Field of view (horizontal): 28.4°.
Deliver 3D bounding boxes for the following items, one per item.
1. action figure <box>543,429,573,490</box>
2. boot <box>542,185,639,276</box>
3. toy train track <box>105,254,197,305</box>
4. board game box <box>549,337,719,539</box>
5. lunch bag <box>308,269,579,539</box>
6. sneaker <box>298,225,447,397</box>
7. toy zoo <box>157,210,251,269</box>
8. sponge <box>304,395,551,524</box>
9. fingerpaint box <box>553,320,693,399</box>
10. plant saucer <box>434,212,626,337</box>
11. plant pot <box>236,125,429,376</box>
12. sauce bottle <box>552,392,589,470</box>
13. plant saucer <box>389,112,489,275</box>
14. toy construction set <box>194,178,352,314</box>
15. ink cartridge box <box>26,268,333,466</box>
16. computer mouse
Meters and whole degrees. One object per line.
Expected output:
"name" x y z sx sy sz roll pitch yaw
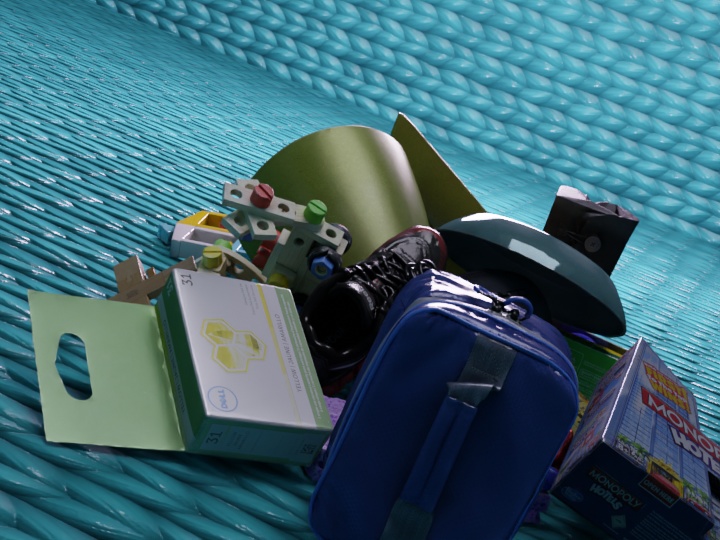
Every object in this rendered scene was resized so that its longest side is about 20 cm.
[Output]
"action figure" 0.104 0.112 1.063 0.198 0.100 0.065 6 18 -37
"boot" 0.249 0.028 1.516 0.163 0.202 0.066 17 12 -9
"toy train track" -0.170 0.051 1.132 0.033 0.114 0.201 63 0 -32
"board game box" 0.237 0.147 1.076 0.199 0.062 0.200 36 27 -11
"lunch bag" 0.058 0.102 0.918 0.134 0.202 0.132 24 15 -1
"sneaker" 0.010 0.025 1.191 0.071 0.200 0.098 42 -27 10
"toy zoo" -0.124 -0.029 1.541 0.197 0.021 0.131 11 17 6
"sponge" 0.040 0.144 1.104 0.198 0.030 0.112 14 14 -22
"fingerpaint box" 0.210 0.097 1.392 0.198 0.074 0.167 24 5 1
"plant saucer" 0.160 -0.002 1.301 0.198 0.036 0.200 28 -10 5
"plant pot" 0.000 0.000 1.339 0.185 0.188 0.201 10 38 -37
"sauce bottle" 0.180 0.140 1.207 0.064 0.065 0.200 9 24 -40
"plant saucer" 0.086 -0.043 1.503 0.201 0.048 0.200 51 -10 17
"toy construction set" -0.086 -0.012 1.225 0.130 0.200 0.093 27 55 -3
"ink cartridge box" -0.129 0.063 1.013 0.198 0.048 0.147 11 39 -30
"computer mouse" 0.128 0.052 1.205 0.199 0.046 0.142 14 43 -53
